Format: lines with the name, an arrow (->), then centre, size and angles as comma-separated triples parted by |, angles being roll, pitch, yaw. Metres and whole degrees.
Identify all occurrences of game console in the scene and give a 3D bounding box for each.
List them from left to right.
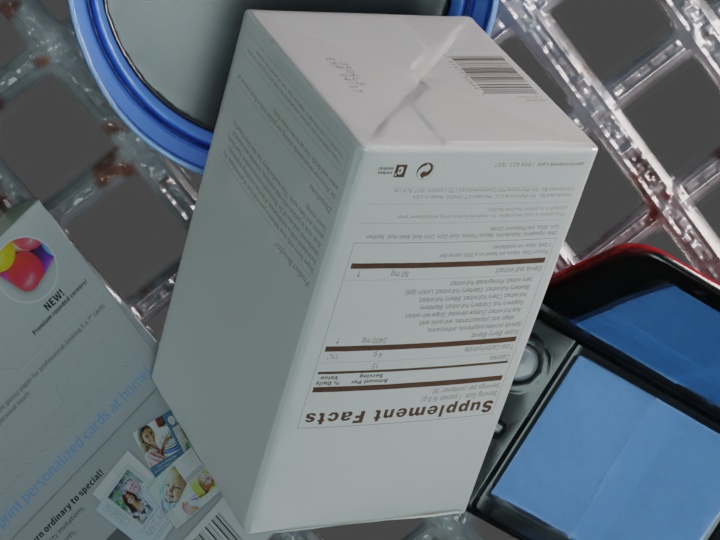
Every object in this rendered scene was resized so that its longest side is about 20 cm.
game console -> 0.154, 0.090, 1.052 | 0.200, 0.119, 0.172 | 30, 99, -14

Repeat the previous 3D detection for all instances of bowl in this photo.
bowl -> -0.037, -0.138, 1.005 | 0.200, 0.039, 0.201 | -2, 105, -8

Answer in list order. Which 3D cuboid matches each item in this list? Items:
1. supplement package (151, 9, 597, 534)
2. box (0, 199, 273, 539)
supplement package -> 0.000, 0.000, 0.964 | 0.120, 0.121, 0.200 | -2, 125, -30
box -> -0.146, 0.093, 1.018 | 0.156, 0.041, 0.200 | -47, 109, -23
